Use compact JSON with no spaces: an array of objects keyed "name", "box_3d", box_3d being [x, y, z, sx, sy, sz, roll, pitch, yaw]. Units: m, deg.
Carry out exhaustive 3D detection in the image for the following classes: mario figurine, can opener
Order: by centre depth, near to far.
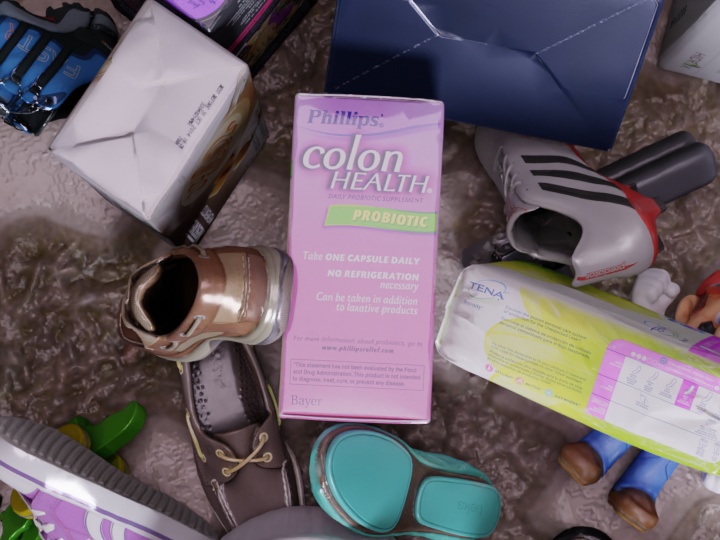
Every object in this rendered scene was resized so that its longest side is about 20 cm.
[{"name":"mario figurine","box_3d":[0.225,0.079,0.966,0.123,0.106,0.201,35,92,-32]},{"name":"can opener","box_3d":[0.167,-0.030,1.014,0.199,0.053,0.067,-25,118,-4]}]

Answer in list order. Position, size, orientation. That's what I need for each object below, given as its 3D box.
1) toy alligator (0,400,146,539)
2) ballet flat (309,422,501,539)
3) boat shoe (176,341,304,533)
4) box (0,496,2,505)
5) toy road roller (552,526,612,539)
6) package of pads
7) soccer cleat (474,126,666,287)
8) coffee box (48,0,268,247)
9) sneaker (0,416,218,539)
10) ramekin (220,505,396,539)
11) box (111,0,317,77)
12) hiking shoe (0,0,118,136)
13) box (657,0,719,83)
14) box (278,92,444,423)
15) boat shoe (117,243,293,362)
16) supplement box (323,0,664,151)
[{"name":"toy alligator","box_3d":[-0.225,0.167,0.975,0.054,0.059,0.201,29,79,42]},{"name":"ballet flat","box_3d":[0.014,0.144,0.931,0.070,0.199,0.068,6,77,41]},{"name":"boat shoe","box_3d":[-0.088,0.111,0.980,0.071,0.060,0.202,-15,85,-3]},{"name":"box","box_3d":[-0.366,0.217,0.972,0.198,0.044,0.162,10,85,0]},{"name":"toy road roller","box_3d":[0.149,0.283,0.945,0.146,0.123,0.200,-39,84,9]},{"name":"package of pads","box_3d":[0.159,0.056,0.881,0.199,0.154,0.069,22,99,20]},{"name":"soccer cleat","box_3d":[0.122,-0.051,0.947,0.085,0.200,0.069,-23,129,-20]},{"name":"coffee box","box_3d":[-0.127,-0.086,0.928,0.079,0.200,0.115,33,84,3]},{"name":"sneaker","box_3d":[-0.192,0.182,0.923,0.114,0.073,0.200,-50,128,-1]},{"name":"ramekin","box_3d":[-0.036,0.256,0.928,0.198,0.098,0.202,0,100,-1]},{"name":"box","box_3d":[-0.105,-0.209,0.940,0.122,0.200,0.106,38,85,2]},{"name":"hiking shoe","box_3d":[-0.239,-0.135,0.944,0.199,0.074,0.087,-9,69,-41]},{"name":"box","box_3d":[0.327,-0.234,0.954,0.170,0.200,0.201,15,83,-2]},{"name":"box","box_3d":[0.000,0.000,0.935,0.096,0.176,0.202,2,84,-1]},{"name":"boat shoe","box_3d":[-0.117,0.016,0.891,0.071,0.199,0.076,7,76,-32]},{"name":"supplement box","box_3d":[0.092,-0.212,0.934,0.198,0.135,0.201,12,47,0]}]
